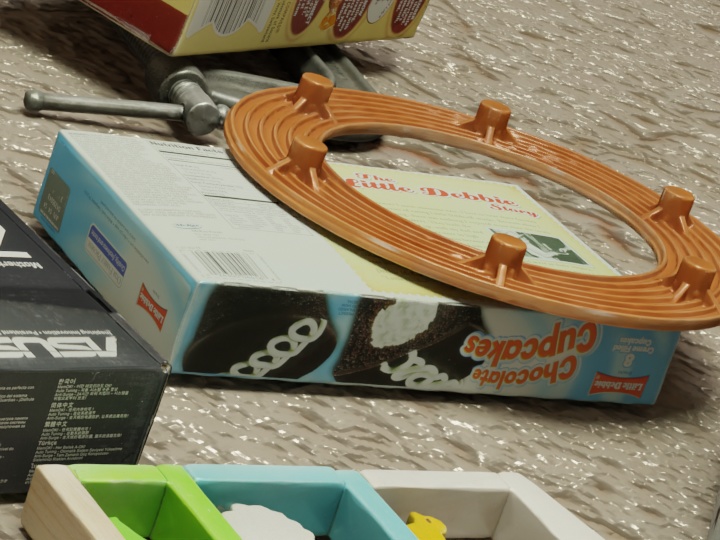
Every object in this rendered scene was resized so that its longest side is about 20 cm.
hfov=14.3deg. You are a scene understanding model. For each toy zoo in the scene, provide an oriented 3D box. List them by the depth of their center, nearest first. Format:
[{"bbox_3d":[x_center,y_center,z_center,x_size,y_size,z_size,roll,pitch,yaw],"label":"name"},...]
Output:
[{"bbox_3d":[0.021,0.096,0.797,0.200,0.020,0.131,4,25,-34],"label":"toy zoo"}]

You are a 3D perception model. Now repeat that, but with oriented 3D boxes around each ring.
[{"bbox_3d":[0.048,-0.030,1.038,0.200,0.019,0.200,17,18,-6],"label":"ring"}]

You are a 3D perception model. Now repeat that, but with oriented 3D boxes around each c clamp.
[{"bbox_3d":[-0.073,-0.100,1.201,0.171,0.027,0.200,10,23,-22],"label":"c clamp"}]

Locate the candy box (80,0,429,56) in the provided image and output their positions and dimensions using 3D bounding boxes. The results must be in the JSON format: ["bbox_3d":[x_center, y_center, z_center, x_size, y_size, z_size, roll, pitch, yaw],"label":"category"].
[{"bbox_3d":[-0.059,-0.143,1.214,0.115,0.055,0.200,33,21,22],"label":"candy box"}]

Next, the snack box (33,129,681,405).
[{"bbox_3d":[0.000,0.000,0.997,0.200,0.037,0.116,6,24,-33],"label":"snack box"}]

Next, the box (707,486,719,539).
[{"bbox_3d":[0.224,0.011,0.910,0.171,0.200,0.199,19,28,5],"label":"box"}]

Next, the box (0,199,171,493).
[{"bbox_3d":[-0.178,0.007,0.808,0.200,0.049,0.161,1,30,-41],"label":"box"}]
